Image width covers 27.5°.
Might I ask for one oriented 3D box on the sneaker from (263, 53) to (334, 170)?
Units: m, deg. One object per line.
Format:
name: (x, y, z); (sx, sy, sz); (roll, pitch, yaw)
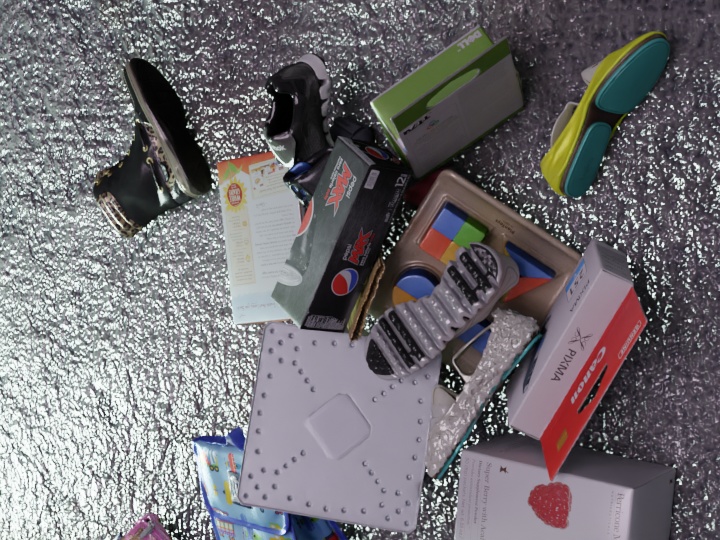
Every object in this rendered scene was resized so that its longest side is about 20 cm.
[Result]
sneaker: (-0.069, -0.138, 1.666); (0.066, 0.090, 0.202); (5, 110, 45)

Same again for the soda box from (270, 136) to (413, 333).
soda box: (-0.022, -0.037, 1.566); (0.071, 0.063, 0.201); (44, 118, 43)

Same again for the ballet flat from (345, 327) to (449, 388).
ballet flat: (0.020, 0.107, 1.656); (0.198, 0.072, 0.072); (20, 106, 4)

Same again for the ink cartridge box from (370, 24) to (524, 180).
ink cartridge box: (0.087, -0.190, 1.535); (0.147, 0.200, 0.076); (-35, 72, 0)

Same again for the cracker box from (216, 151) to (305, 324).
cracker box: (-0.100, -0.040, 1.772); (0.133, 0.057, 0.202); (-6, 89, 41)

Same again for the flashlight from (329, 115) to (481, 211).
flashlight: (0.044, -0.117, 1.678); (0.199, 0.067, 0.068); (34, 123, 32)

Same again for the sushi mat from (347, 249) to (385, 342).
sushi mat: (0.000, 0.000, 1.658); (0.012, 0.200, 0.096); (17, 109, -11)

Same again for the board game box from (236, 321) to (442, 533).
board game box: (-0.022, 0.170, 1.609); (0.198, 0.026, 0.202); (9, 86, 5)

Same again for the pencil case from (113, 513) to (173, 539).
pencil case: (-0.230, 0.401, 1.883); (0.083, 0.087, 0.200); (-46, 65, -7)

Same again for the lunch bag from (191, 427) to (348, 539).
lunch bag: (-0.111, 0.269, 1.726); (0.150, 0.094, 0.202); (6, 124, 45)

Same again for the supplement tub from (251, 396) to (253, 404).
supplement tub: (-0.026, 0.189, 1.706); (0.200, 0.122, 0.123); (39, 113, 25)

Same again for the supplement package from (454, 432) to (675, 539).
supplement package: (0.214, 0.255, 1.550); (0.198, 0.119, 0.123); (8, 98, 33)

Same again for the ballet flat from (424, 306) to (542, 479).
ballet flat: (0.116, 0.124, 1.572); (0.072, 0.072, 0.201); (36, 93, 26)

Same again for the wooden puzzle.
wooden puzzle: (0.117, 0.018, 1.604); (0.184, 0.046, 0.201); (33, 114, 1)

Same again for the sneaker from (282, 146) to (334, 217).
sneaker: (-0.053, -0.056, 1.642); (0.111, 0.073, 0.201); (30, 109, -16)

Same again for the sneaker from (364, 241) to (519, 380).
sneaker: (0.088, 0.049, 1.556); (0.200, 0.081, 0.076); (-40, 69, 25)

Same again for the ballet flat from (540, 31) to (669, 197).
ballet flat: (0.246, -0.172, 1.540); (0.067, 0.066, 0.201); (51, 122, 44)

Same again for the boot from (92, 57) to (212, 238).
boot: (-0.286, -0.154, 1.891); (0.150, 0.073, 0.201); (-33, 80, 31)

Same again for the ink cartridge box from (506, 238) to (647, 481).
ink cartridge box: (0.217, 0.088, 1.512); (0.044, 0.176, 0.201); (25, 110, -7)
